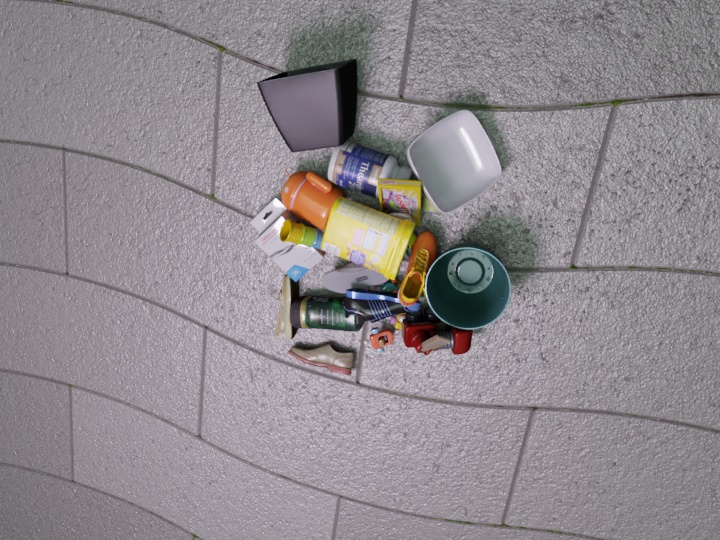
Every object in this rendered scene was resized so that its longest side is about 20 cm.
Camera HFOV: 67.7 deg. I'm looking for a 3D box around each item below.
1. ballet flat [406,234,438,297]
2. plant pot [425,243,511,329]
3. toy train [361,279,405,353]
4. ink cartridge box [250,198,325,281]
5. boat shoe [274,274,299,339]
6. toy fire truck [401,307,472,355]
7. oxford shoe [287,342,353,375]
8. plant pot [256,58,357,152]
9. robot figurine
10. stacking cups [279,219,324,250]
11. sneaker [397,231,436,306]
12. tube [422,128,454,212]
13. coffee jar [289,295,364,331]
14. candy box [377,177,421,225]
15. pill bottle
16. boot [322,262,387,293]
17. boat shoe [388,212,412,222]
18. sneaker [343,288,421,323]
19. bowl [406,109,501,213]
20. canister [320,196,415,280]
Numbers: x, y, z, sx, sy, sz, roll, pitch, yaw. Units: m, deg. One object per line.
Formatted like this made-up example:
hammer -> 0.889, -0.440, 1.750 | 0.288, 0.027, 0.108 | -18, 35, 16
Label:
ballet flat -> 0.155, -0.029, 1.405 | 0.067, 0.067, 0.201 | -19, 93, -4
plant pot -> 0.270, 0.024, 1.334 | 0.199, 0.161, 0.202 | 4, 105, 13
toy train -> 0.072, 0.120, 1.442 | 0.149, 0.056, 0.202 | -13, 101, -9
ink cartridge box -> -0.202, -0.082, 1.455 | 0.116, 0.067, 0.200 | -39, 105, 22
boat shoe -> -0.215, 0.100, 1.530 | 0.063, 0.073, 0.202 | 8, 115, 11
toy fire truck -> 0.205, 0.165, 1.345 | 0.175, 0.200, 0.130 | -2, 115, -7
oxford shoe -> -0.112, 0.244, 1.556 | 0.199, 0.070, 0.075 | 14, 82, 12
plant pot -> -0.108, -0.396, 1.306 | 0.198, 0.200, 0.179 | -5, 114, 15
robot figurine -> -0.122, -0.182, 1.402 | 0.199, 0.144, 0.117 | 31, 90, 5
stacking cups -> -0.109, -0.083, 1.400 | 0.199, 0.061, 0.061 | 12, 114, -33
sneaker -> 0.149, -0.006, 1.326 | 0.072, 0.077, 0.201 | 17, 74, -2
tube -> 0.188, -0.248, 1.341 | 0.052, 0.058, 0.202 | 17, 107, 46
coffee jar -> -0.092, 0.118, 1.484 | 0.198, 0.104, 0.086 | 1, 102, 13
candy box -> 0.099, -0.165, 1.316 | 0.101, 0.200, 0.027 | 3, 70, 8
pill bottle -> 0.027, -0.245, 1.348 | 0.199, 0.111, 0.112 | 20, 109, 9
boot -> 0.000, 0.000, 1.436 | 0.199, 0.096, 0.074 | -8, 120, 25
boat shoe -> 0.047, -0.103, 1.389 | 0.199, 0.093, 0.075 | -23, 105, 21
sneaker -> 0.054, 0.098, 1.385 | 0.198, 0.070, 0.079 | 8, 100, 7
bowl -> 0.216, -0.259, 1.285 | 0.199, 0.075, 0.200 | -33, 103, -6
canister -> 0.016, -0.081, 1.307 | 0.199, 0.087, 0.149 | 22, 116, 6
